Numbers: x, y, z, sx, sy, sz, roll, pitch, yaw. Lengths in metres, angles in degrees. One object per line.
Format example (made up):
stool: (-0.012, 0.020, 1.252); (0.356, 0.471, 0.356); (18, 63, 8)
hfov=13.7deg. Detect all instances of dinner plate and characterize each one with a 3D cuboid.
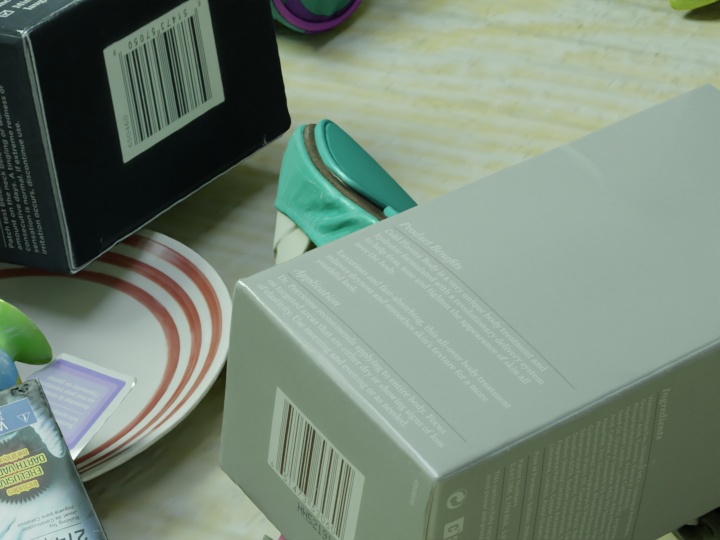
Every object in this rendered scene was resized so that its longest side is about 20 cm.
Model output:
dinner plate: (-0.146, 0.041, 1.158); (0.200, 0.024, 0.200); (-6, 32, 4)

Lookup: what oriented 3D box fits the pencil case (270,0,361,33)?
pencil case: (-0.091, -0.169, 1.412); (0.200, 0.085, 0.092); (16, 24, 34)

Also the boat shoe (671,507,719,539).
boat shoe: (0.125, 0.054, 1.025); (0.068, 0.075, 0.200); (-27, 37, -36)

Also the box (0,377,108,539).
box: (-0.172, 0.129, 0.960); (0.200, 0.040, 0.137); (-19, 63, -16)

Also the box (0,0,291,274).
box: (-0.157, -0.087, 1.253); (0.200, 0.107, 0.148); (10, 31, 35)

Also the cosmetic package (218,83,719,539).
cosmetic package: (0.066, 0.027, 0.937); (0.200, 0.090, 0.107); (-20, 46, -30)

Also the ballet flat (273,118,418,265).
ballet flat: (0.000, 0.000, 1.140); (0.070, 0.067, 0.200); (-51, 27, 4)

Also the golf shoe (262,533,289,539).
golf shoe: (0.010, 0.115, 0.979); (0.092, 0.075, 0.200); (45, 38, 9)

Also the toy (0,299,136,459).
toy: (-0.183, 0.080, 1.048); (0.115, 0.047, 0.200); (18, 51, 33)

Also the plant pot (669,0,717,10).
plant pot: (0.153, -0.244, 1.377); (0.181, 0.199, 0.200); (29, 47, 35)
